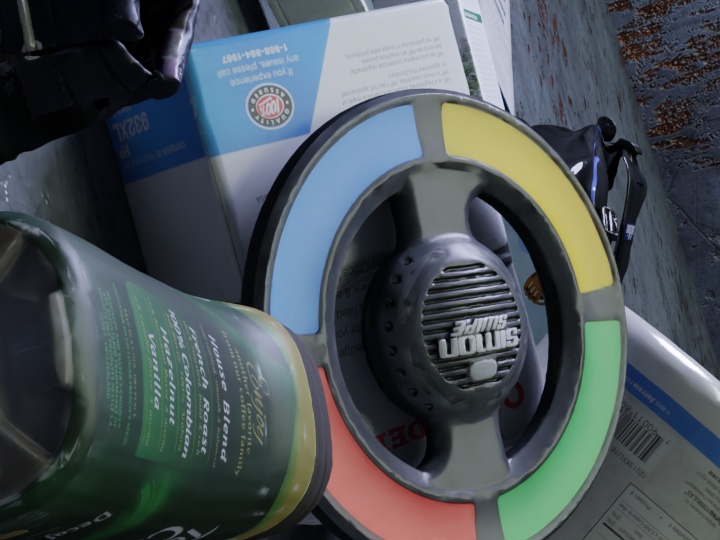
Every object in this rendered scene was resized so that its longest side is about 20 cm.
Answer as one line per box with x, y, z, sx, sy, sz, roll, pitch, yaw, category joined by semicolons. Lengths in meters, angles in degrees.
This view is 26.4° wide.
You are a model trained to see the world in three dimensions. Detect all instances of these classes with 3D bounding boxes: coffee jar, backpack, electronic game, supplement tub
-0.084;0.046;0.482;0.200;0.104;0.086;27;51;-68;coffee jar
0.096;0.007;0.995;0.200;0.154;0.191;-49;143;-66;backpack
0.037;0.024;0.635;0.200;0.042;0.201;6;81;-37;electronic game
0.099;0.124;0.756;0.132;0.200;0.132;40;2;-1;supplement tub

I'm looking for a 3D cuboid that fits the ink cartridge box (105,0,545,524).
-0.013;-0.005;0.680;0.145;0.084;0.201;-17;94;-37;ink cartridge box

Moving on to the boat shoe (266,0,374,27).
-0.011;-0.128;0.917;0.062;0.073;0.200;-83;156;-60;boat shoe

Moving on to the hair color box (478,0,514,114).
0.092;-0.221;1.354;0.200;0.060;0.100;-86;156;-45;hair color box

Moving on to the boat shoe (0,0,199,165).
-0.103;-0.127;0.579;0.075;0.092;0.200;56;26;-49;boat shoe

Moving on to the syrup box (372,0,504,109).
0.059;-0.132;1.142;0.081;0.079;0.201;-15;91;-73;syrup box
